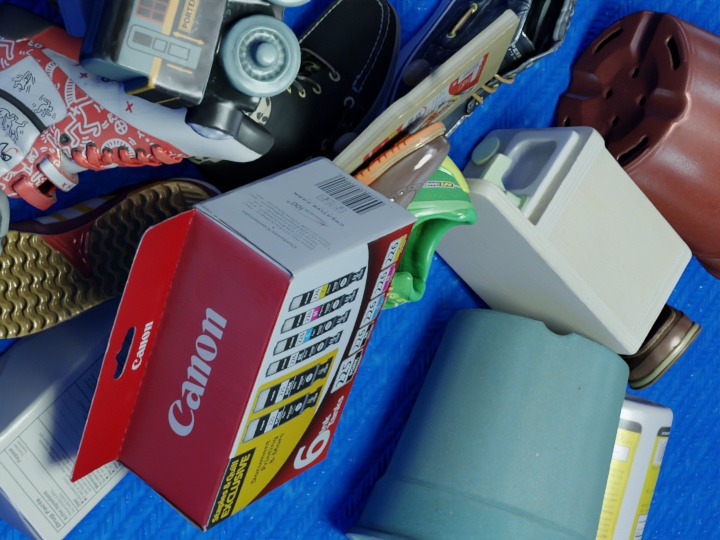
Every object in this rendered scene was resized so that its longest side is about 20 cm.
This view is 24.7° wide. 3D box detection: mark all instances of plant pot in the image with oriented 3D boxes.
[{"bbox_3d":[0.113,0.145,1.282,0.200,0.200,0.196,29,75,-41],"label":"plant pot"},{"bbox_3d":[0.280,-0.110,1.359,0.195,0.201,0.201,21,87,-33],"label":"plant pot"}]

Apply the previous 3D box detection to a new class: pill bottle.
[{"bbox_3d":[0.189,0.200,1.401,0.111,0.111,0.200,14,92,-41],"label":"pill bottle"}]

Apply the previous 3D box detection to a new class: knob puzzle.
[{"bbox_3d":[0.015,-0.098,1.117,0.220,0.220,0.030,-39,87,-26],"label":"knob puzzle"}]

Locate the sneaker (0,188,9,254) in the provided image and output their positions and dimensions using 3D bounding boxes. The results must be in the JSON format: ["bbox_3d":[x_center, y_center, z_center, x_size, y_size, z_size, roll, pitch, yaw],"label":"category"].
[{"bbox_3d":[-0.283,0.023,0.963,0.079,0.075,0.200,36,98,-24],"label":"sneaker"}]

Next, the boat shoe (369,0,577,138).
[{"bbox_3d":[0.084,-0.156,1.237,0.071,0.091,0.200,39,75,-39],"label":"boat shoe"}]

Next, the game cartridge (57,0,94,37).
[{"bbox_3d":[-0.102,-0.217,0.966,0.200,0.042,0.133,-30,122,-33],"label":"game cartridge"}]

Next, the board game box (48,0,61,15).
[{"bbox_3d":[-0.161,-0.226,1.005,0.103,0.105,0.200,-54,129,-17],"label":"board game box"}]

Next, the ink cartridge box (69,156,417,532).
[{"bbox_3d":[-0.073,0.051,1.009,0.176,0.084,0.200,-26,143,-51],"label":"ink cartridge box"}]

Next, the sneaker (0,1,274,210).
[{"bbox_3d":[-0.157,-0.078,1.001,0.108,0.201,0.067,-65,164,0],"label":"sneaker"}]

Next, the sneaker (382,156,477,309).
[{"bbox_3d":[0.000,0.000,1.174,0.200,0.084,0.074,-44,160,14],"label":"sneaker"}]

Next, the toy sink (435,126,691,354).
[{"bbox_3d":[0.139,-0.041,1.276,0.200,0.130,0.112,44,68,-28],"label":"toy sink"}]

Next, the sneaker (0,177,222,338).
[{"bbox_3d":[-0.179,-0.008,1.044,0.200,0.090,0.075,-14,96,6],"label":"sneaker"}]

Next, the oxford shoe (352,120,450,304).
[{"bbox_3d":[0.004,-0.015,1.111,0.200,0.073,0.071,-49,174,22],"label":"oxford shoe"}]

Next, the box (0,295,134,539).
[{"bbox_3d":[-0.175,0.075,1.086,0.200,0.078,0.095,-44,126,-23],"label":"box"}]

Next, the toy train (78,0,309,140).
[{"bbox_3d":[-0.081,-0.177,0.913,0.114,0.085,0.200,16,88,-23],"label":"toy train"}]

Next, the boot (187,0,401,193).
[{"bbox_3d":[-0.048,-0.128,1.105,0.204,0.073,0.154,-57,160,-9],"label":"boot"}]

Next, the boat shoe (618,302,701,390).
[{"bbox_3d":[0.222,0.050,1.349,0.068,0.200,0.072,43,88,-4],"label":"boat shoe"}]
